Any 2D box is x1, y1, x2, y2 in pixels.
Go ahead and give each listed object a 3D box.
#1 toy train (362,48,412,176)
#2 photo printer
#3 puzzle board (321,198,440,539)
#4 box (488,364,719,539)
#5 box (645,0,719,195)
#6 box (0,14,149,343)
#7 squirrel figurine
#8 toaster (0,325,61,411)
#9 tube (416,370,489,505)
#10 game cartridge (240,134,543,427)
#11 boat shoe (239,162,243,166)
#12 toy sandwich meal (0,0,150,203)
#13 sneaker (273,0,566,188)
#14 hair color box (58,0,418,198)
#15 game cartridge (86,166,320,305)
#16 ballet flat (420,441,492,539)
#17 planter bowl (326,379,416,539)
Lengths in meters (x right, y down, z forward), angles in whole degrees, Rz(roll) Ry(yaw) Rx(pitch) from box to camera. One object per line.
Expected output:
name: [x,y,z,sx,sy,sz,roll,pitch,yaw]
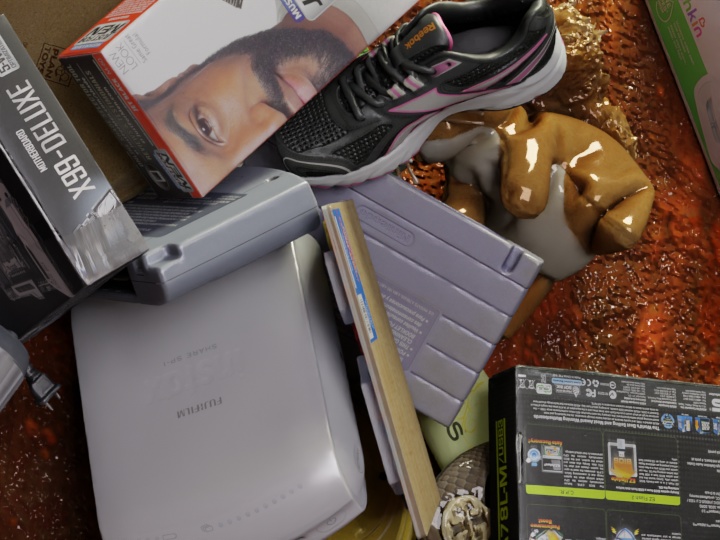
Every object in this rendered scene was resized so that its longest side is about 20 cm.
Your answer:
toy train: [-0.019,-0.145,1.659,0.056,0.042,0.200,-20,85,-42]
photo printer: [-0.085,0.089,1.466,0.166,0.069,0.200,-19,57,12]
puzzle board: [0.010,0.056,1.481,0.017,0.151,0.201,-17,91,6]
box: [0.179,0.166,1.596,0.200,0.047,0.194,6,76,-25]
box: [0.325,-0.161,1.796,0.176,0.097,0.200,-17,83,-28]
box: [-0.218,-0.041,1.438,0.050,0.200,0.158,-32,91,-31]
squirrel figurine: [0.097,-0.094,1.649,0.187,0.141,0.200,41,45,-13]
toaster: [-0.288,0.066,1.423,0.200,0.114,0.129,37,66,-14]
tube: [0.048,0.061,1.623,0.058,0.052,0.200,-29,98,11]
game cartridge: [0.000,0.000,1.570,0.200,0.038,0.130,30,100,3]
boat shoe: [-0.106,-0.124,1.595,0.072,0.068,0.200,-37,94,-31]
toy sandwich meal: [-0.179,-0.130,1.534,0.205,0.070,0.206,0,92,2]
sneaker: [0.032,-0.127,1.524,0.200,0.086,0.080,-28,66,-8]
hair color box: [-0.071,-0.147,1.483,0.200,0.064,0.111,-44,112,-23]
game cartridge: [-0.116,-0.024,1.486,0.133,0.200,0.042,-23,105,-30]
ballet flat: [0.119,0.137,1.620,0.200,0.046,0.068,-22,107,-35]
planter bowl: [-0.036,0.136,1.537,0.200,0.083,0.201,8,72,-24]
